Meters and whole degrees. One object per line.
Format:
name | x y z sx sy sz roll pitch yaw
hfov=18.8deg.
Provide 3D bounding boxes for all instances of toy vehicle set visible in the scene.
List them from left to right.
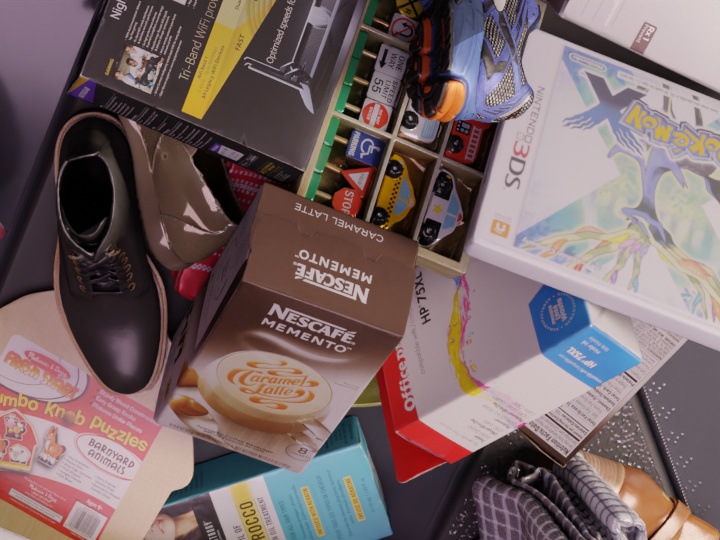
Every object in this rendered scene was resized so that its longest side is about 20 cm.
toy vehicle set | 0.038 -0.110 1.443 0.124 0.027 0.200 21 75 -13

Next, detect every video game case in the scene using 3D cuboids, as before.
video game case | 0.180 -0.052 1.411 0.200 0.183 0.022 21 147 -6

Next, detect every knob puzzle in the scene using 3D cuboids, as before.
knob puzzle | -0.206 0.100 1.549 0.219 0.030 0.220 0 92 -1

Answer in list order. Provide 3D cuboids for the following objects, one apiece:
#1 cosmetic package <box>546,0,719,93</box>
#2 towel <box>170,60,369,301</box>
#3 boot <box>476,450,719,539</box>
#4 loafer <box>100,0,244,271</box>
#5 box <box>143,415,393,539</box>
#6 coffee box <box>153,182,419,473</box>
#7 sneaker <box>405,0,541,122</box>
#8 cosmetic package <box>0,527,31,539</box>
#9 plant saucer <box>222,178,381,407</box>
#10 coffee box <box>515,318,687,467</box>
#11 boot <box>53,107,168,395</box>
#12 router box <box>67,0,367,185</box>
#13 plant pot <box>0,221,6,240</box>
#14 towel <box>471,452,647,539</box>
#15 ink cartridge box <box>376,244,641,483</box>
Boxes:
cosmetic package | 0.234 -0.182 1.456 0.200 0.090 0.107 23 105 -10
towel | -0.031 -0.050 1.488 0.144 0.022 0.200 20 109 -13
boot | 0.163 0.237 1.625 0.154 0.074 0.200 28 109 -19
loafer | -0.121 -0.102 1.444 0.067 0.076 0.201 -11 98 16
box | -0.084 0.179 1.592 0.199 0.049 0.082 -18 112 2
coffee box | -0.052 0.043 1.441 0.114 0.080 0.200 19 143 -11
sneaker | 0.078 -0.180 1.412 0.078 0.075 0.201 16 67 -24
cosmetic package | -0.249 0.270 1.522 0.200 0.199 0.123 24 64 -12
plant saucer | 0.000 0.000 1.538 0.199 0.031 0.201 -1 112 -3
coffee box | 0.173 0.024 1.518 0.080 0.113 0.200 38 105 -17
boot | -0.176 0.001 1.453 0.077 0.138 0.201 -12 104 -1
router box | -0.080 -0.177 1.398 0.157 0.052 0.200 23 76 -13
plant pot | -0.341 -0.025 1.425 0.179 0.200 0.200 -35 111 -7
towel | 0.142 0.240 1.499 0.085 0.166 0.201 -9 108 -11
ink cartridge box | 0.078 0.047 1.455 0.200 0.116 0.067 -31 141 24
